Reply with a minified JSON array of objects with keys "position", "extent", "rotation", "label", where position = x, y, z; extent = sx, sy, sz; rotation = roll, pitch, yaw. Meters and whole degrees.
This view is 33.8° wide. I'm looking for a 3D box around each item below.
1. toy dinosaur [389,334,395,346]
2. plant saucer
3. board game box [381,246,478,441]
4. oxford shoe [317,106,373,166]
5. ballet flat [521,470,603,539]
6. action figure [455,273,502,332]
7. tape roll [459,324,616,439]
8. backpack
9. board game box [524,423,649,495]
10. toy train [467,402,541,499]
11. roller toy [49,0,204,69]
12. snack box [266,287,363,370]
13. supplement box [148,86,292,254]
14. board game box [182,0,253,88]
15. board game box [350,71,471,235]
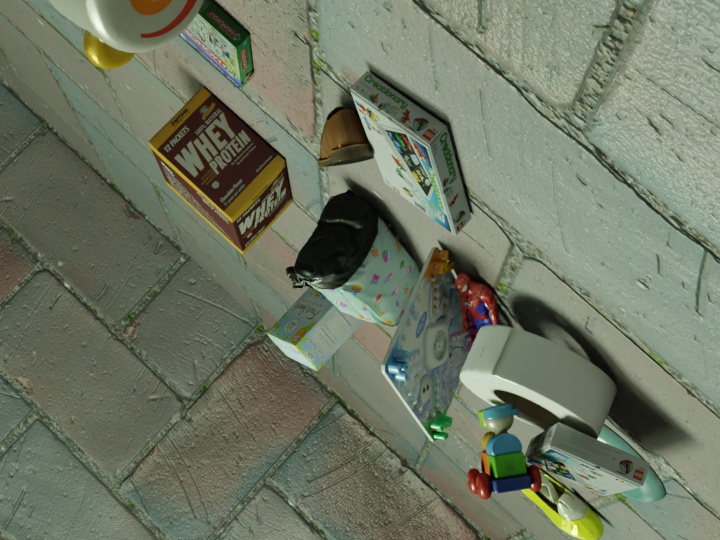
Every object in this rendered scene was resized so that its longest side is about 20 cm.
[{"position":[0.102,0.065,1.805],"extent":[0.104,0.200,0.061],"rotation":[4,116,23],"label":"toy dinosaur"},{"position":[0.370,0.282,1.781],"extent":[0.200,0.027,0.200],"rotation":[42,169,10],"label":"plant saucer"},{"position":[0.111,0.106,1.650],"extent":[0.026,0.202,0.201],"rotation":[6,148,32],"label":"board game box"},{"position":[-0.020,-0.169,1.498],"extent":[0.200,0.070,0.073],"rotation":[180,78,-81],"label":"oxford shoe"},{"position":[0.367,0.428,2.204],"extent":[0.199,0.066,0.068],"rotation":[35,152,41],"label":"ballet flat"},{"position":[0.174,0.070,1.656],"extent":[0.065,0.052,0.201],"rotation":[21,153,42],"label":"action figure"},{"position":[0.231,0.148,1.553],"extent":[0.200,0.072,0.203],"rotation":[26,166,7],"label":"tape roll"},{"position":[0.000,0.000,1.761],"extent":[0.126,0.168,0.200],"rotation":[28,167,36],"label":"backpack"},{"position":[0.293,0.251,1.558],"extent":[0.124,0.035,0.200],"rotation":[24,167,4],"label":"board game box"},{"position":[0.181,0.239,1.608],"extent":[0.200,0.083,0.118],"rotation":[132,131,-84],"label":"toy train"},{"position":[-0.267,-0.351,1.357],"extent":[0.139,0.200,0.184],"rotation":[34,160,32],"label":"roller toy"},{"position":[-0.053,0.069,2.044],"extent":[0.068,0.200,0.168],"rotation":[46,167,-18],"label":"snack box"},{"position":[-0.232,-0.165,2.009],"extent":[0.197,0.133,0.200],"rotation":[41,168,11],"label":"supplement box"},{"position":[-0.228,-0.349,1.623],"extent":[0.200,0.029,0.135],"rotation":[43,167,8],"label":"board game box"},{"position":[0.061,-0.132,1.378],"extent":[0.126,0.035,0.201],"rotation":[39,167,27],"label":"board game box"}]
